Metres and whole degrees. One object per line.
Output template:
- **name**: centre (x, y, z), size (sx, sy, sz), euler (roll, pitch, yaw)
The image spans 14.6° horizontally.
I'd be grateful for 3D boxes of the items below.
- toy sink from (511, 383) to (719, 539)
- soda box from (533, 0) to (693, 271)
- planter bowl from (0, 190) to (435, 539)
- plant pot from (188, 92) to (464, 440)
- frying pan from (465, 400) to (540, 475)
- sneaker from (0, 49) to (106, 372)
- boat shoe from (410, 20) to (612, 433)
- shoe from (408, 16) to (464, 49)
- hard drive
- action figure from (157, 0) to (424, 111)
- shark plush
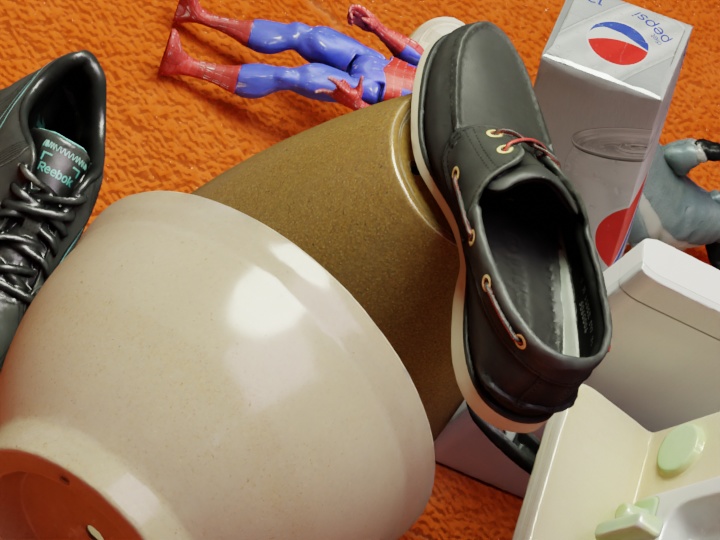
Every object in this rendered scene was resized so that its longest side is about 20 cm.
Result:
- **toy sink**: centre (0.184, 0.142, 1.330), size (0.200, 0.112, 0.131), euler (38, 52, -25)
- **soda box**: centre (0.115, -0.049, 1.474), size (0.068, 0.200, 0.064), euler (21, 47, 7)
- **planter bowl**: centre (-0.086, 0.086, 1.242), size (0.200, 0.200, 0.135), euler (46, 55, -3)
- **plant pot**: centre (0.000, 0.000, 1.365), size (0.186, 0.200, 0.187), euler (18, 52, -25)
- **frying pan**: centre (0.137, 0.119, 1.401), size (0.115, 0.031, 0.191), euler (-33, 95, -45)
- **sneaker**: centre (-0.167, -0.022, 1.311), size (0.075, 0.079, 0.201), euler (28, 51, -21)
- **boat shoe**: centre (0.070, -0.030, 1.255), size (0.073, 0.063, 0.202), euler (11, 55, -28)
- **shoe**: centre (0.051, -0.064, 1.543), size (0.070, 0.053, 0.201), euler (23, 51, -23)
- **hard drive**: centre (0.137, 0.064, 1.422), size (0.131, 0.200, 0.027), euler (24, 51, -22)
- **action figure**: centre (-0.003, -0.105, 1.494), size (0.199, 0.052, 0.066), euler (17, 50, -6)
- **shark plush**: centre (0.173, -0.044, 1.590), size (0.200, 0.083, 0.091), euler (32, 32, -18)
